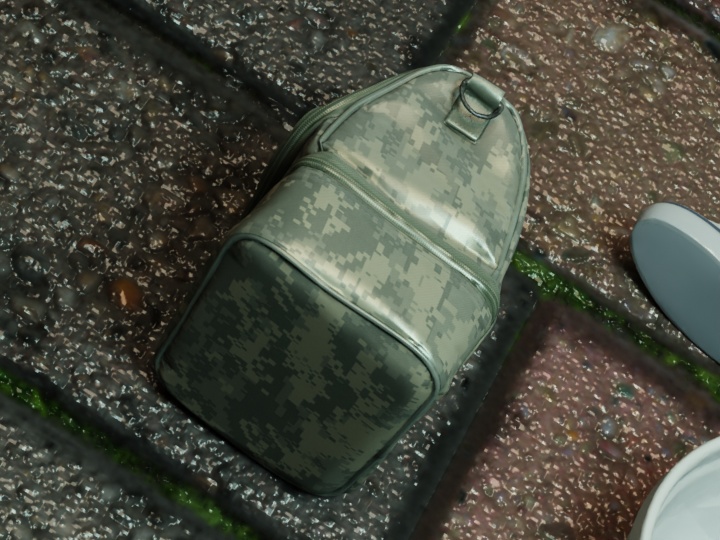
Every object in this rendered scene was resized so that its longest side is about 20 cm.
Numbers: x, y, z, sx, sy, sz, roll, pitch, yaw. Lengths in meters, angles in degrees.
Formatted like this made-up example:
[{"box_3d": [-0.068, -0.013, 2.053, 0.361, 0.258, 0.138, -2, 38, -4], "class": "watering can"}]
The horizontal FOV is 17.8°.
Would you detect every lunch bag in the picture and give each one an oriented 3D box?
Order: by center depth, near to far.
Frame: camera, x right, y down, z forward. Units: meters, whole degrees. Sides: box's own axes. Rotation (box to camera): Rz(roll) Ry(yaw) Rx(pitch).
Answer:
[{"box_3d": [0.000, 0.000, 1.189, 0.139, 0.200, 0.168, 37, 57, 1], "class": "lunch bag"}]

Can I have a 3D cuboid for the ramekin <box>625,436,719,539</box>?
[{"box_3d": [0.215, 0.195, 1.205, 0.198, 0.105, 0.202, 10, 57, -16], "class": "ramekin"}]

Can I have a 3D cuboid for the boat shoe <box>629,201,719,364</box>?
[{"box_3d": [0.252, 0.018, 1.348, 0.202, 0.075, 0.086, 40, 55, 3], "class": "boat shoe"}]
